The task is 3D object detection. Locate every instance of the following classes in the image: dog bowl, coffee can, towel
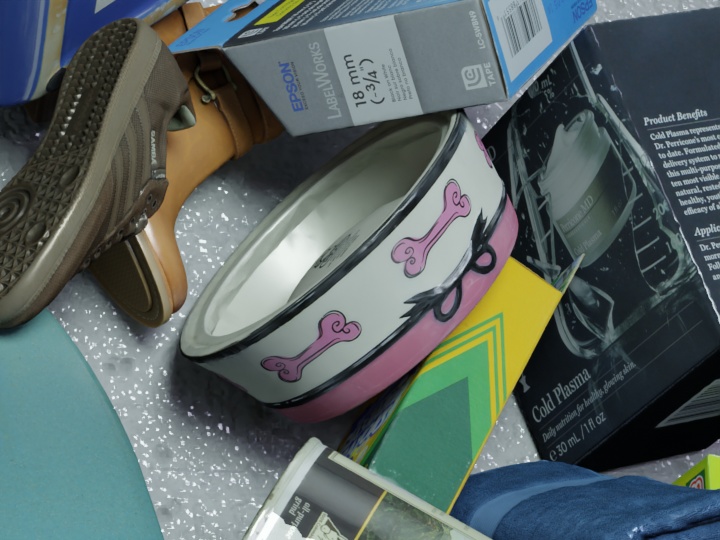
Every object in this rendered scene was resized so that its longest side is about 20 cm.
[{"bbox_3d":[0.000,0.000,1.369,0.074,0.200,0.200,47,52,-15],"label":"dog bowl"},{"bbox_3d":[0.028,0.192,1.233,0.200,0.146,0.146,29,53,6],"label":"coffee can"},{"bbox_3d":[0.114,0.134,1.347,0.112,0.200,0.049,-8,97,-30],"label":"towel"}]

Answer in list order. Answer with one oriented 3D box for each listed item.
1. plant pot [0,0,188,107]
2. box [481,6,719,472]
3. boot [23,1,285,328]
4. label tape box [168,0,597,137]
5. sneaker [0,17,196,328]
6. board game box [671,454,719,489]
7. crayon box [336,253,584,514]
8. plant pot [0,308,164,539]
[{"bbox_3d":[-0.179,-0.217,1.365,0.180,0.200,0.200,39,53,18],"label":"plant pot"},{"bbox_3d":[0.165,-0.014,1.447,0.124,0.200,0.197,-9,67,-30],"label":"box"},{"bbox_3d":[-0.094,-0.068,1.431,0.155,0.077,0.200,-12,58,-28],"label":"boot"},{"bbox_3d":[0.012,-0.131,1.408,0.144,0.200,0.063,-45,122,-55],"label":"label tape box"},{"bbox_3d":[-0.132,-0.038,1.298,0.076,0.070,0.200,50,48,-33],"label":"sneaker"},{"bbox_3d":[0.261,0.163,1.459,0.200,0.102,0.048,13,57,-20],"label":"board game box"},{"bbox_3d":[0.038,0.073,1.382,0.052,0.126,0.200,35,53,-5],"label":"crayon box"},{"bbox_3d":[-0.186,0.122,1.239,0.141,0.141,0.200,2,53,-25],"label":"plant pot"}]
